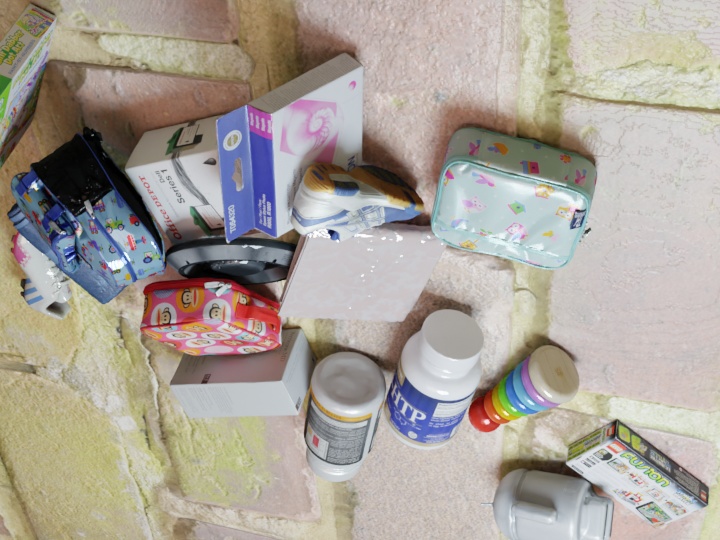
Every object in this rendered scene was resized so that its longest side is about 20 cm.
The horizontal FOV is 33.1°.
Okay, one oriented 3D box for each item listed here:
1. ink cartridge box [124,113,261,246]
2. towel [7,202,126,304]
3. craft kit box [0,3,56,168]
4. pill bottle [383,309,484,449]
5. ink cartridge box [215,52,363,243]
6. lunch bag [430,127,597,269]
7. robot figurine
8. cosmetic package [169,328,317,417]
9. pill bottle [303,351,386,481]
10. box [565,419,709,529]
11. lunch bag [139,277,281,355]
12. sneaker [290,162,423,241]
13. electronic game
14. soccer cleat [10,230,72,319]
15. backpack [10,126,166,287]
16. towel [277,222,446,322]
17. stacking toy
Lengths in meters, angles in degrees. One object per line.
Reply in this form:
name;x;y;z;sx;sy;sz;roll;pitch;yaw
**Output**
ink cartridge box;-0.188;-0.120;1.598;0.197;0.085;0.147;-9;129;26
towel;-0.401;-0.046;1.741;0.111;0.049;0.200;-41;117;6
craft kit box;-0.457;-0.202;1.530;0.048;0.201;0.198;23;138;-5
pill bottle;0.108;0.154;1.739;0.118;0.121;0.201;18;136;1
ink cartridge box;-0.080;-0.139;1.473;0.043;0.199;0.198;38;146;31
lunch bag;0.191;-0.082;1.508;0.197;0.078;0.162;16;136;4
robot figurine;0.291;0.372;1.887;0.197;0.115;0.169;5;172;26
cosmetic package;-0.177;0.158;1.851;0.197;0.114;0.082;-7;131;23
pill bottle;-0.029;0.229;1.863;0.115;0.117;0.201;16;136;4
box;0.422;0.313;1.847;0.199;0.035;0.110;36;134;-17
lunch bag;-0.201;0.069;1.739;0.174;0.083;0.200;-5;163;25
sneaker;-0.008;-0.081;1.525;0.198;0.075;0.089;6;124;-42
electronic game;-0.169;-0.016;1.665;0.197;0.042;0.200;0;167;0
soccer cleat;-0.469;-0.001;1.822;0.086;0.070;0.201;30;146;13
backpack;-0.348;-0.059;1.601;0.201;0.134;0.183;53;165;3
towel;0.000;0.000;1.641;0.197;0.033;0.192;3;140;-20
stacking toy;0.227;0.186;1.764;0.085;0.086;0.200;32;139;-14
